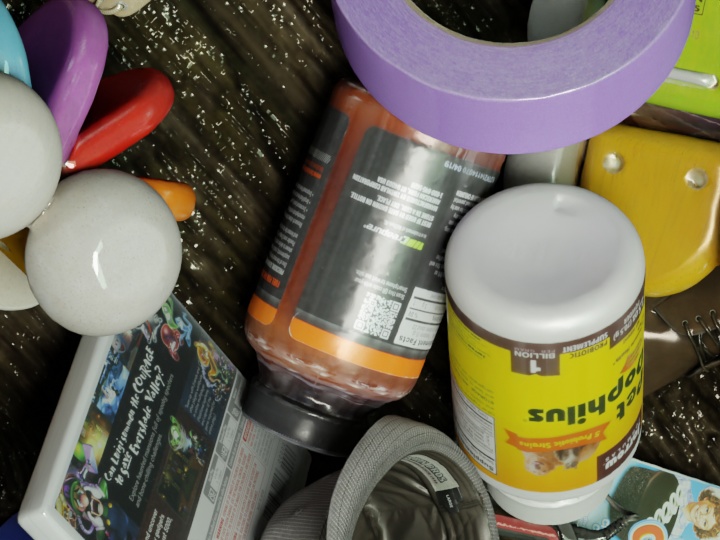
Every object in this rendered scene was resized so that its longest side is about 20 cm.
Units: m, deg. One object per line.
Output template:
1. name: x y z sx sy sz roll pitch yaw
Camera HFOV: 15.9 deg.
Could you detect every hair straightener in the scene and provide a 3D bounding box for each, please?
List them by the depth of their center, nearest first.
1. hair straightener: 0.073 0.118 1.540 0.199 0.041 0.077 12 68 -11

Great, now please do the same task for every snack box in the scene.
1. snack box: 0.158 0.219 1.610 0.116 0.037 0.201 19 81 -30

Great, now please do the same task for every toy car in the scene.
1. toy car: -0.167 -0.066 1.309 0.200 0.175 0.150 40 76 -30
2. toy car: 0.188 -0.091 1.487 0.150 0.174 0.201 -23 123 -65

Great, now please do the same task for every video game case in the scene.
1. video game case: -0.101 0.117 1.408 0.023 0.200 0.182 -20 125 29

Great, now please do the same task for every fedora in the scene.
1. fedora: -0.001 0.174 1.409 0.177 0.090 0.200 63 35 -28

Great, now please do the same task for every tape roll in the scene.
1. tape roll: 0.081 -0.166 1.382 0.200 0.200 0.066 -38 159 -10

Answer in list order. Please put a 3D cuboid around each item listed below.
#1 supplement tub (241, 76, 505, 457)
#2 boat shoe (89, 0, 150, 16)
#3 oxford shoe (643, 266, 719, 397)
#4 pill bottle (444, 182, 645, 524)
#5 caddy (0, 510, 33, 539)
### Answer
1. supplement tub: 0.000 0.000 1.447 0.107 0.107 0.201 19 97 -30
2. boat shoe: -0.129 -0.166 1.348 0.199 0.076 0.072 -10 113 -22
3. oxford shoe: 0.200 0.031 1.572 0.200 0.084 0.073 -36 121 -10
4. pill bottle: 0.104 0.053 1.445 0.109 0.109 0.200 -26 142 -16
5. caddy: -0.151 0.227 1.449 0.141 0.105 0.201 8 103 -27
